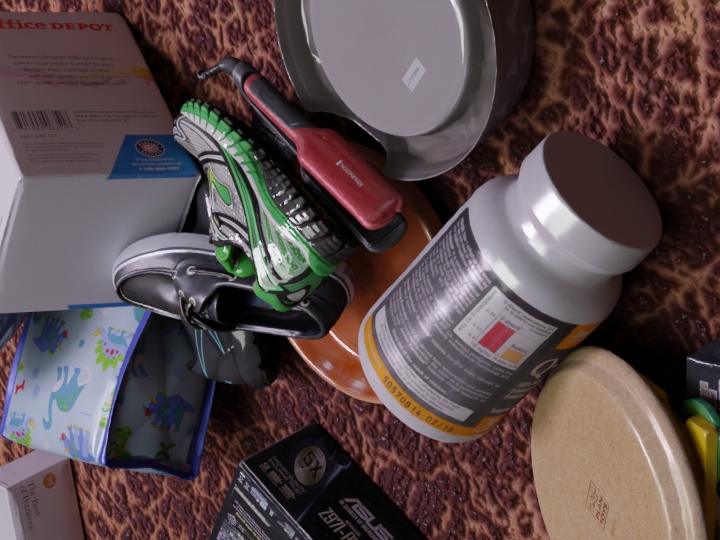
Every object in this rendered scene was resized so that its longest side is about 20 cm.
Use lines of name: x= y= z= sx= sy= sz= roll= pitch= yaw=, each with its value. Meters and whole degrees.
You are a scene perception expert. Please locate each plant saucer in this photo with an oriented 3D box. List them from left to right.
plant saucer: x=0.000 y=0.000 z=1.221 sx=0.199 sy=0.032 sz=0.202 roll=23 pitch=123 yaw=39

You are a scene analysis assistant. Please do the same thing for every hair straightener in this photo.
hair straightener: x=-0.043 y=-0.080 z=1.151 sx=0.200 sy=0.041 sz=0.077 roll=40 pitch=163 yaw=23

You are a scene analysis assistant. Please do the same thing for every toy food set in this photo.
toy food set: x=0.171 y=0.146 z=1.052 sx=0.198 sy=0.048 sz=0.202 roll=-139 pitch=42 yaw=-58

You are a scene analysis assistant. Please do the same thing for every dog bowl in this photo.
dog bowl: x=0.031 y=-0.163 z=1.088 sx=0.199 sy=0.058 sz=0.202 roll=24 pitch=126 yaw=38

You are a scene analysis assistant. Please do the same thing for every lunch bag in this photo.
lunch bag: x=-0.203 y=0.064 z=1.402 sx=0.169 sy=0.127 sz=0.202 roll=5 pitch=83 yaw=45

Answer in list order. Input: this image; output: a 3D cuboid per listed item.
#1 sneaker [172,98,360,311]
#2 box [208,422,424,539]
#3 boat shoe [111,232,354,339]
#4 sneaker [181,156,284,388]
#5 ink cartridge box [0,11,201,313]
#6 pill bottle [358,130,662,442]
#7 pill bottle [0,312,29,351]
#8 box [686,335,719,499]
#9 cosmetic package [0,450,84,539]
sneaker: x=-0.087 y=-0.051 z=1.173 sx=0.085 sy=0.078 sz=0.200 roll=-48 pitch=49 yaw=9
box: x=-0.026 y=0.255 z=1.331 sx=0.200 sy=0.086 sz=0.164 roll=44 pitch=135 yaw=23
boat shoe: x=-0.102 y=0.016 z=1.217 sx=0.198 sy=0.057 sz=0.069 roll=1 pitch=134 yaw=23
sneaker: x=-0.116 y=0.001 z=1.297 sx=0.079 sy=0.075 sz=0.202 roll=0 pitch=110 yaw=21
ink cartridge box: x=-0.240 y=-0.089 z=1.302 sx=0.201 sy=0.146 sz=0.145 roll=62 pitch=142 yaw=37
pill bottle: x=0.094 y=0.012 z=1.052 sx=0.117 sy=0.116 sz=0.200 roll=52 pitch=128 yaw=14
pill bottle: x=-0.323 y=-0.004 z=1.377 sx=0.119 sy=0.201 sz=0.120 roll=11 pitch=130 yaw=14
box: x=0.275 y=0.153 z=0.993 sx=0.159 sy=0.043 sz=0.202 roll=15 pitch=119 yaw=42
cosmetic package: x=-0.321 y=0.288 z=1.667 sx=0.050 sy=0.082 sz=0.202 roll=11 pitch=117 yaw=40
